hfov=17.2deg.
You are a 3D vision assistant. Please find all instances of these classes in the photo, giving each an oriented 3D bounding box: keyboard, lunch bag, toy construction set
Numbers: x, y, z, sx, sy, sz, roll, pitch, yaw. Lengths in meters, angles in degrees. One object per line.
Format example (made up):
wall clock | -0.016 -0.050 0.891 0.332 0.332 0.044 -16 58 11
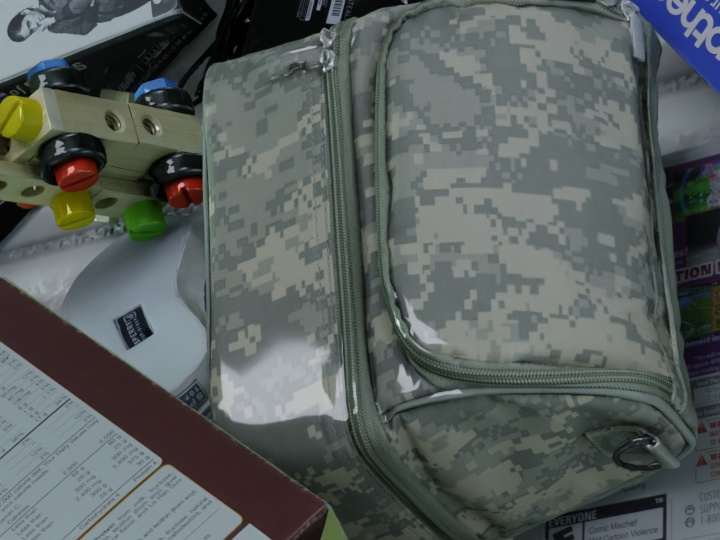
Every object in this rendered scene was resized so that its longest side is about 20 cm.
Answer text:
keyboard | -0.019 -0.122 1.109 0.104 0.040 0.201 8 66 14
lunch bag | 0.039 -0.004 0.893 0.167 0.139 0.201 -13 57 18
toy construction set | -0.143 -0.041 1.044 0.131 0.200 0.092 -34 77 35

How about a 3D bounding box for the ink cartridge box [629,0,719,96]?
ink cartridge box | 0.128 -0.154 0.942 0.094 0.044 0.200 -55 51 20

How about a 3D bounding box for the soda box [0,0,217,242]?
soda box | -0.169 -0.085 1.160 0.200 0.071 0.063 -46 46 4

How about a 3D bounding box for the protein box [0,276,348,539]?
protein box | -0.088 0.145 0.856 0.135 0.199 0.200 -41 44 -18

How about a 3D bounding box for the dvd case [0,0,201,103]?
dvd case | -0.171 -0.150 1.120 0.199 0.025 0.151 -18 66 24

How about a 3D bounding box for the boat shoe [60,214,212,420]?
boat shoe | -0.078 0.039 1.019 0.071 0.070 0.200 -32 23 0

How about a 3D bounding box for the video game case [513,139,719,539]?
video game case | 0.149 0.029 0.893 0.199 0.023 0.183 -15 56 30
